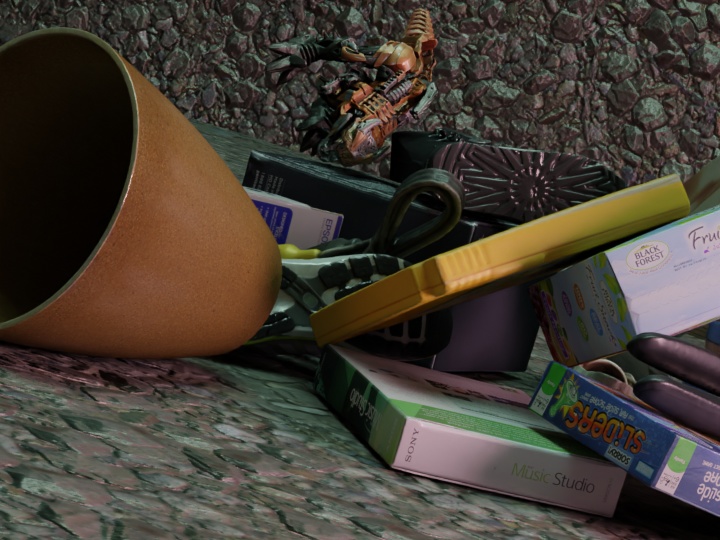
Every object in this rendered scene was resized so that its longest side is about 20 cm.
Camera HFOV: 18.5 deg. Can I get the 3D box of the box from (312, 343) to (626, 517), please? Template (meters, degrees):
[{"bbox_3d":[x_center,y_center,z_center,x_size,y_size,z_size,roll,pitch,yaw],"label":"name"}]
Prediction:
[{"bbox_3d":[0.062,0.096,1.358,0.144,0.036,0.200,14,5,-16],"label":"box"}]

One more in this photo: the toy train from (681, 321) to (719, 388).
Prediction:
[{"bbox_3d":[0.298,0.105,1.485,0.199,0.116,0.085,13,7,-26],"label":"toy train"}]

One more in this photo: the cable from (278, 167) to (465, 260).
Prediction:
[{"bbox_3d":[0.000,0.000,1.530,0.200,0.097,0.050,-22,23,39],"label":"cable"}]

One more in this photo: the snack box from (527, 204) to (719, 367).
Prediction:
[{"bbox_3d":[0.213,0.001,1.404,0.168,0.068,0.200,-20,-2,-12],"label":"snack box"}]

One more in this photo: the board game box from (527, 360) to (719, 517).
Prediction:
[{"bbox_3d":[0.212,0.121,1.312,0.200,0.035,0.135,25,3,-31],"label":"board game box"}]

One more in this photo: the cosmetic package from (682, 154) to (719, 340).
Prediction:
[{"bbox_3d":[0.291,-0.031,1.593,0.103,0.088,0.200,22,-34,-21],"label":"cosmetic package"}]

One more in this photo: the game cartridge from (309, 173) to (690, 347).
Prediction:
[{"bbox_3d":[0.087,-0.003,1.420,0.199,0.033,0.176,-20,-3,-27],"label":"game cartridge"}]

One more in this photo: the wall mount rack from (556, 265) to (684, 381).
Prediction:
[{"bbox_3d":[0.237,0.063,1.766,0.200,0.074,0.174,50,-11,40],"label":"wall mount rack"}]

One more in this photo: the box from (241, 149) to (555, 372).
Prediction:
[{"bbox_3d":[0.025,-0.003,1.719,0.198,0.124,0.200,18,5,25],"label":"box"}]

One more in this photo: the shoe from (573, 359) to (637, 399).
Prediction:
[{"bbox_3d":[0.182,0.093,1.593,0.070,0.054,0.200,17,6,10],"label":"shoe"}]

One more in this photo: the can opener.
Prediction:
[{"bbox_3d":[0.223,0.081,1.327,0.200,0.078,0.064,19,46,-50],"label":"can opener"}]

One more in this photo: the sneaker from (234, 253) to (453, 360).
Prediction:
[{"bbox_3d":[-0.034,0.026,1.506,0.199,0.074,0.081,8,-12,-16],"label":"sneaker"}]

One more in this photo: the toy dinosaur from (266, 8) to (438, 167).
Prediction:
[{"bbox_3d":[0.011,-0.144,1.778,0.135,0.103,0.200,-1,16,30],"label":"toy dinosaur"}]

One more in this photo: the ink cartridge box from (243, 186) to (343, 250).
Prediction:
[{"bbox_3d":[-0.118,-0.018,1.604,0.199,0.100,0.039,14,5,-24],"label":"ink cartridge box"}]

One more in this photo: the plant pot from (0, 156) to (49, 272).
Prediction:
[{"bbox_3d":[-0.270,-0.064,1.441,0.199,0.141,0.200,15,7,-2],"label":"plant pot"}]

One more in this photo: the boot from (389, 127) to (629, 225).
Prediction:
[{"bbox_3d":[0.112,-0.066,1.693,0.164,0.066,0.200,18,0,-9],"label":"boot"}]

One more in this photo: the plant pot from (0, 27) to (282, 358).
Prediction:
[{"bbox_3d":[-0.141,-0.021,1.338,0.186,0.187,0.200,21,-5,42],"label":"plant pot"}]
